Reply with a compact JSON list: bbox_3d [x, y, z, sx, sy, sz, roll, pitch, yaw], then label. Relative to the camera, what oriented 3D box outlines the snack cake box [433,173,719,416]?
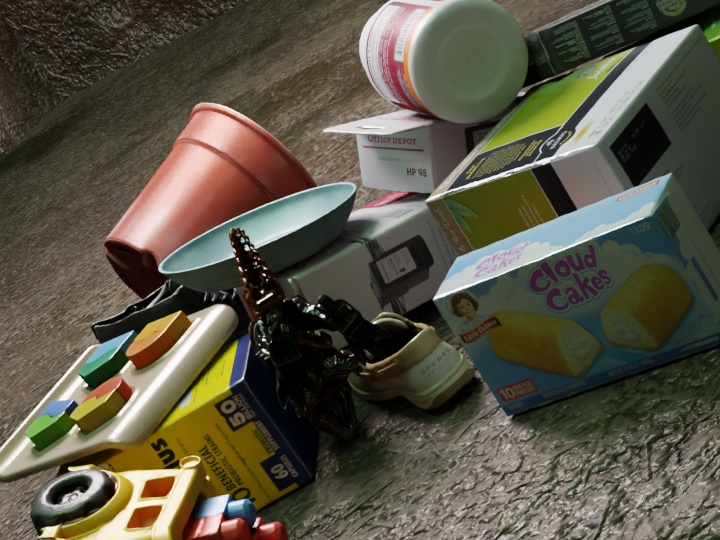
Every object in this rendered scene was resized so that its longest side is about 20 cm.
[{"bbox_3d":[0.169,0.020,1.438,0.200,0.115,0.067,-23,20,35],"label":"snack cake box"}]

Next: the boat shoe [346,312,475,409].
[{"bbox_3d":[0.031,0.069,1.648,0.074,0.066,0.200,-41,16,-19],"label":"boat shoe"}]

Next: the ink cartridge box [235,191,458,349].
[{"bbox_3d":[0.000,0.000,1.809,0.200,0.084,0.145,-28,13,-24],"label":"ink cartridge box"}]

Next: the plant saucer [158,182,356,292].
[{"bbox_3d":[-0.089,-0.025,1.792,0.200,0.036,0.200,-22,12,5],"label":"plant saucer"}]

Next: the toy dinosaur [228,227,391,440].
[{"bbox_3d":[-0.057,0.061,1.600,0.102,0.200,0.136,-54,21,-8],"label":"toy dinosaur"}]

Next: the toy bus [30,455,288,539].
[{"bbox_3d":[-0.157,0.236,1.472,0.191,0.136,0.200,-11,26,18],"label":"toy bus"}]

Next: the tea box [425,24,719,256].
[{"bbox_3d":[0.200,-0.081,1.629,0.196,0.134,0.200,-15,24,46],"label":"tea box"}]

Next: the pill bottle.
[{"bbox_3d":[0.069,-0.199,1.778,0.113,0.113,0.200,-36,18,-8],"label":"pill bottle"}]

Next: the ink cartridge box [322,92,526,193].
[{"bbox_3d":[0.076,-0.119,1.834,0.200,0.067,0.116,-16,14,-34],"label":"ink cartridge box"}]

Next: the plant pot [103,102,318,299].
[{"bbox_3d":[-0.176,-0.051,2.201,0.195,0.201,0.201,-50,21,-20],"label":"plant pot"}]

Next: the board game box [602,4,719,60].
[{"bbox_3d":[0.307,-0.196,1.769,0.200,0.048,0.102,-23,19,31],"label":"board game box"}]

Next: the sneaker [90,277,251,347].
[{"bbox_3d":[-0.152,0.037,1.863,0.200,0.104,0.060,-36,17,-8],"label":"sneaker"}]

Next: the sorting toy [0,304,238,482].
[{"bbox_3d":[-0.221,0.103,1.691,0.200,0.037,0.185,-16,27,43],"label":"sorting toy"}]

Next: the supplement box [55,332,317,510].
[{"bbox_3d":[-0.149,0.162,1.659,0.200,0.109,0.110,-31,17,12],"label":"supplement box"}]

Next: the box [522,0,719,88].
[{"bbox_3d":[0.225,-0.226,1.792,0.200,0.049,0.161,-25,3,-17],"label":"box"}]
